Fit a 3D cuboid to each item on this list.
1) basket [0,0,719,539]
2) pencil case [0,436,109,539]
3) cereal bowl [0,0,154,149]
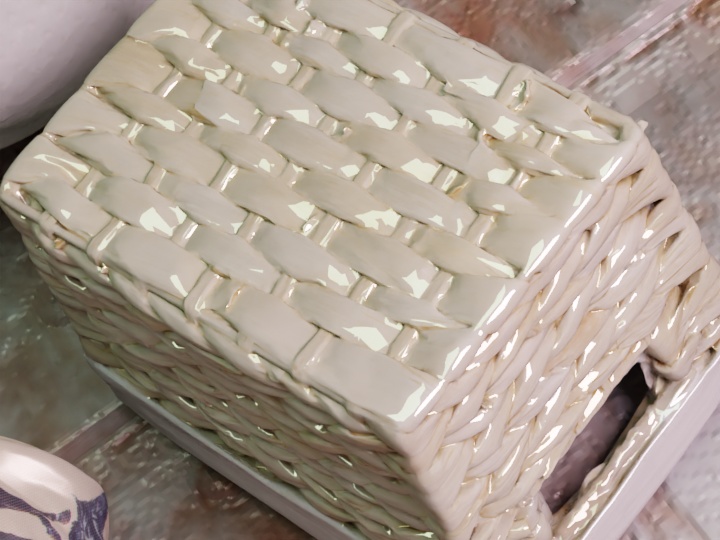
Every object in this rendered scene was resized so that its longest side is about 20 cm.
[{"bbox_3d":[0.000,0.000,0.780,0.199,0.124,0.136,28,72,36],"label":"basket"},{"bbox_3d":[-0.128,0.148,0.766,0.089,0.078,0.201,3,58,2],"label":"pencil case"},{"bbox_3d":[-0.161,-0.094,0.918,0.199,0.084,0.200,-7,27,4],"label":"cereal bowl"}]
